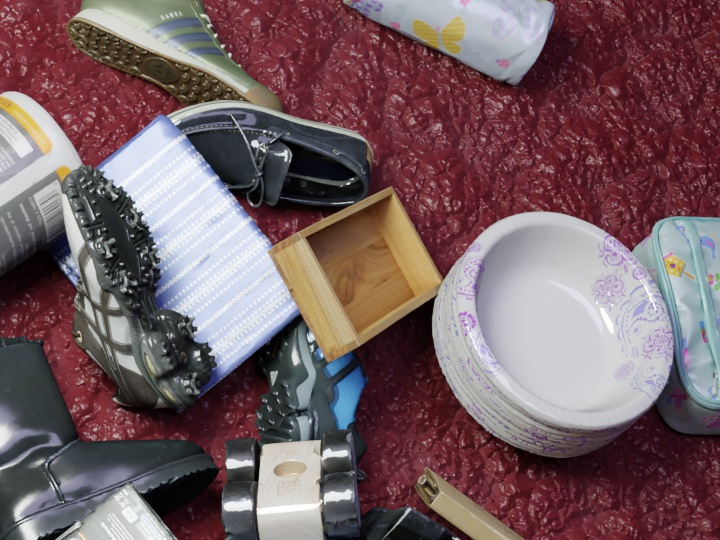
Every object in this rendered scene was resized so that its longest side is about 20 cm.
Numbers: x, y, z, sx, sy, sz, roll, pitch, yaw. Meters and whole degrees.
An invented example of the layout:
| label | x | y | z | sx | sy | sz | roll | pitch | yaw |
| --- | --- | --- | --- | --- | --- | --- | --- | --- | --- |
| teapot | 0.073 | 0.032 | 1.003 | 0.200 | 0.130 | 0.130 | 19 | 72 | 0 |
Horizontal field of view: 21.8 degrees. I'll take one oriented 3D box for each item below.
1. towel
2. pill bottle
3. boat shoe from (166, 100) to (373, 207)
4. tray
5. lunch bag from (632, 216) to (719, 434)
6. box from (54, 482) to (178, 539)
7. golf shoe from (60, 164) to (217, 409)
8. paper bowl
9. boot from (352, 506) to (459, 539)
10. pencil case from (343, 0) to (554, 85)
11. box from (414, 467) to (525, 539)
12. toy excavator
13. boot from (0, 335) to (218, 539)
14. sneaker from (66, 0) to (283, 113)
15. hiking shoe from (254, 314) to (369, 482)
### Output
| label | x | y | z | sx | sy | sz | roll | pitch | yaw |
| --- | --- | --- | --- | --- | --- | --- | --- | --- | --- |
| towel | -0.150 | -0.007 | 1.480 | 0.145 | 0.024 | 0.200 | -39 | 82 | -1 |
| pill bottle | -0.309 | -0.037 | 1.398 | 0.200 | 0.116 | 0.117 | -37 | 81 | -23 |
| boat shoe | -0.080 | -0.093 | 1.566 | 0.198 | 0.075 | 0.063 | 8 | 39 | -20 |
| tray | 0.000 | 0.000 | 1.511 | 0.099 | 0.037 | 0.200 | 61 | 26 | -1 |
| lunch bag | 0.325 | 0.050 | 1.674 | 0.159 | 0.077 | 0.202 | 4 | 61 | -23 |
| box | -0.172 | 0.280 | 1.270 | 0.193 | 0.048 | 0.200 | -39 | 70 | -12 |
| golf shoe | -0.191 | 0.021 | 1.406 | 0.078 | 0.094 | 0.201 | -46 | 117 | -56 |
| paper bowl | 0.154 | 0.060 | 1.573 | 0.199 | 0.104 | 0.202 | 12 | 58 | -19 |
| boot | 0.075 | 0.226 | 1.377 | 0.164 | 0.200 | 0.066 | 24 | 78 | -4 |
| pencil case | 0.082 | -0.249 | 1.733 | 0.199 | 0.083 | 0.091 | 23 | 56 | -11 |
| box | 0.131 | 0.225 | 1.442 | 0.199 | 0.163 | 0.021 | 37 | 88 | -1 |
| toy excavator | -0.042 | 0.244 | 1.380 | 0.099 | 0.202 | 0.195 | -6 | 24 | 2 |
| boot | -0.221 | 0.121 | 1.390 | 0.197 | 0.074 | 0.163 | -18 | 65 | -34 |
| sneaker | -0.145 | -0.196 | 1.605 | 0.199 | 0.067 | 0.090 | 27 | 59 | -5 |
| hiking shoe | -0.036 | 0.071 | 1.510 | 0.086 | 0.074 | 0.202 | 19 | 60 | -31 |
